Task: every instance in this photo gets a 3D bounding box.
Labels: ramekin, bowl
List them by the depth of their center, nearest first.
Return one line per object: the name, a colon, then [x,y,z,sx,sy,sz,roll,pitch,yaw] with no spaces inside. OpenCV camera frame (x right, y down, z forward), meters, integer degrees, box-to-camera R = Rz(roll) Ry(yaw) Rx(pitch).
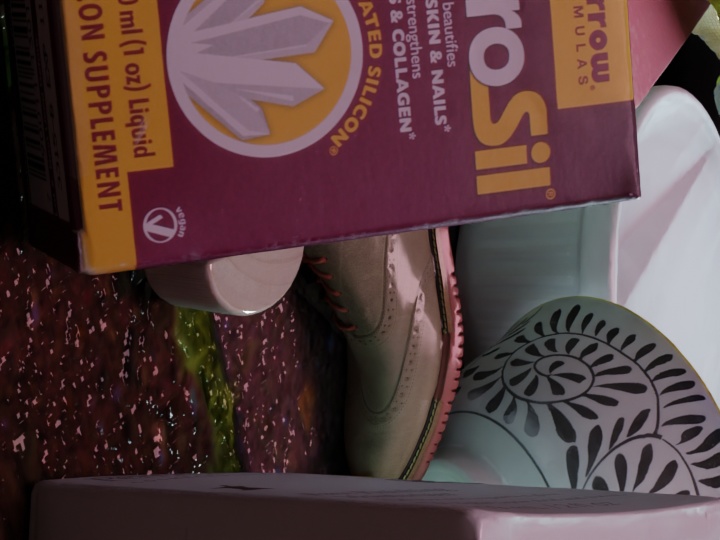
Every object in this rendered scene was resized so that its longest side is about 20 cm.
bowl: [0.075,0.117,1.026,0.094,0.200,0.203,-9,99,-34]
ramekin: [0.122,0.009,1.173,0.202,0.094,0.204,-1,92,-63]

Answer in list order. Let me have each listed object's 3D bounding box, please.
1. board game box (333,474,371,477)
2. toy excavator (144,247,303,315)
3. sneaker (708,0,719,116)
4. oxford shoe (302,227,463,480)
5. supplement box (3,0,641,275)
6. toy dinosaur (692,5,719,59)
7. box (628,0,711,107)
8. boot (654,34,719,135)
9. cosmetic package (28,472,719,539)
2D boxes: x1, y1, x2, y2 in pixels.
board game box: [-0.005,0.199,0.996,0.096,0.030,0.201,-42,124,-51]
toy excavator: [-0.042,-0.112,0.879,0.200,0.099,0.195,-50,132,-34]
sneaker: [0.192,-0.127,1.002,0.105,0.075,0.201,-57,132,-35]
oxford shoe: [0.000,0.000,0.993,0.074,0.070,0.202,-2,98,-30]
supplement box: [-0.016,-0.077,0.787,0.198,0.103,0.132,-9,99,-18]
toy dinosaur: [0.169,-0.148,1.132,0.200,0.101,0.058,39,16,-38]
box: [0.057,-0.177,0.988,0.109,0.127,0.201,-52,129,-37]
boot: [0.190,-0.064,1.322,0.158,0.079,0.213,-47,131,-53]
cosmetic package: [0.005,0.158,0.808,0.164,0.199,0.167,6,85,-53]
